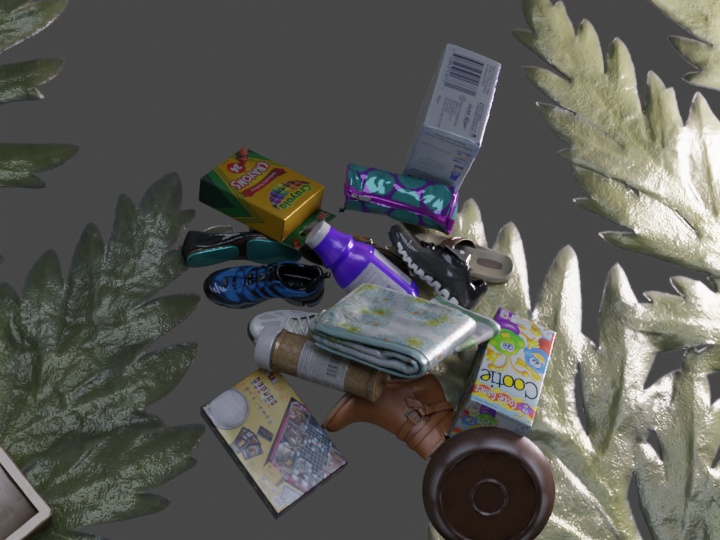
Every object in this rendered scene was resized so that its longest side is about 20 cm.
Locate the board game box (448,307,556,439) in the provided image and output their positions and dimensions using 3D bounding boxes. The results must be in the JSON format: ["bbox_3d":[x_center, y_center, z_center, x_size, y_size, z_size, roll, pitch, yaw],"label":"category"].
[{"bbox_3d":[0.223,0.176,1.683,0.104,0.103,0.201,23,46,1],"label":"board game box"}]

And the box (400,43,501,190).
[{"bbox_3d":[0.151,-0.245,1.855,0.104,0.200,0.185,19,61,-3],"label":"box"}]

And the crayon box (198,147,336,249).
[{"bbox_3d":[-0.149,-0.120,1.774,0.199,0.051,0.127,26,41,17],"label":"crayon box"}]

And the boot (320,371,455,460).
[{"bbox_3d":[0.052,0.232,1.668,0.199,0.074,0.155,-33,79,-19],"label":"boot"}]

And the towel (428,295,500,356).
[{"bbox_3d":[0.097,0.092,1.650,0.199,0.031,0.149,-17,26,-38],"label":"towel"}]

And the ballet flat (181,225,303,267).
[{"bbox_3d":[-0.193,-0.049,1.766,0.198,0.068,0.069,-1,54,-12],"label":"ballet flat"}]

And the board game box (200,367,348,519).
[{"bbox_3d":[-0.132,0.255,1.638,0.135,0.035,0.200,-32,73,-23],"label":"board game box"}]

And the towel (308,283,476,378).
[{"bbox_3d":[0.046,0.083,1.580,0.198,0.049,0.171,17,31,28],"label":"towel"}]

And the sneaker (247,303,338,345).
[{"bbox_3d":[-0.075,0.078,1.693,0.198,0.116,0.076,4,62,-9],"label":"sneaker"}]

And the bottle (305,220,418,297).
[{"bbox_3d":[0.000,0.000,1.733,0.200,0.084,0.065,39,27,-15],"label":"bottle"}]

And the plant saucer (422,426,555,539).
[{"bbox_3d":[0.189,0.332,1.597,0.198,0.032,0.203,1,99,6],"label":"plant saucer"}]

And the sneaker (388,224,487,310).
[{"bbox_3d":[0.132,-0.014,1.768,0.090,0.067,0.200,-42,101,10],"label":"sneaker"}]

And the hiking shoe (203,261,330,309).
[{"bbox_3d":[-0.152,0.012,1.728,0.198,0.087,0.075,-2,63,-12],"label":"hiking shoe"}]

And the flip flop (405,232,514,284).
[{"bbox_3d":[0.169,-0.025,1.827,0.198,0.058,0.082,13,61,-5],"label":"flip flop"}]

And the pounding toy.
[{"bbox_3d":[-0.537,0.308,1.491,0.184,0.142,0.200,-39,86,-25],"label":"pounding toy"}]

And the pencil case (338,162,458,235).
[{"bbox_3d":[0.067,-0.120,1.828,0.198,0.086,0.093,13,27,4],"label":"pencil case"}]

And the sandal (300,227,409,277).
[{"bbox_3d":[-0.009,-0.025,1.794,0.198,0.082,0.055,18,36,4],"label":"sandal"}]

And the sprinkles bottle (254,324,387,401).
[{"bbox_3d":[-0.059,0.139,1.626,0.198,0.068,0.069,15,60,16],"label":"sprinkles bottle"}]
